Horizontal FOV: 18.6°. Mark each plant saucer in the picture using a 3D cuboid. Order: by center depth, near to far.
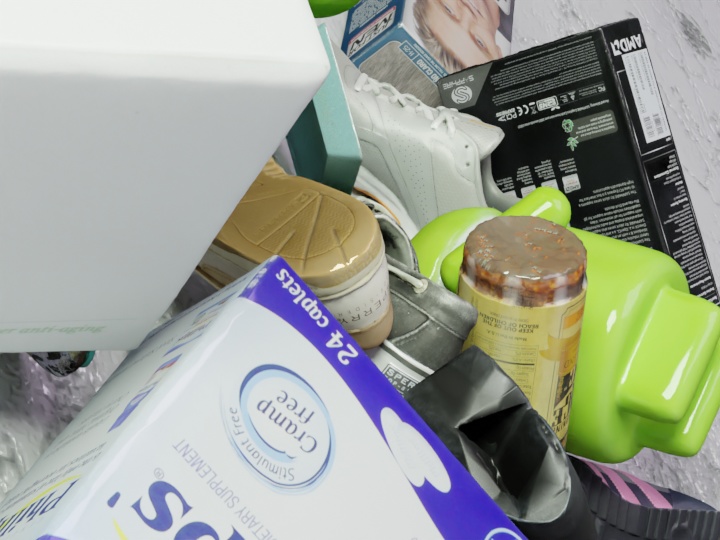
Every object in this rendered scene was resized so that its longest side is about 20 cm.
[{"bbox_3d":[-0.022,-0.068,1.141,0.200,0.019,0.070,117,-42,-79],"label":"plant saucer"}]

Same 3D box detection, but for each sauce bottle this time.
[{"bbox_3d":[0.073,0.071,1.102,0.066,0.201,0.066,3,33,-2],"label":"sauce bottle"}]

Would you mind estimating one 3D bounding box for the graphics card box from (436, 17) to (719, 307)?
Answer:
[{"bbox_3d":[0.130,-0.036,1.297,0.051,0.125,0.201,-22,96,-50],"label":"graphics card box"}]

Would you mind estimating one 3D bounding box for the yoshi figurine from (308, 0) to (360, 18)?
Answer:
[{"bbox_3d":[-0.060,-0.131,1.060,0.200,0.112,0.112,-52,123,-30],"label":"yoshi figurine"}]

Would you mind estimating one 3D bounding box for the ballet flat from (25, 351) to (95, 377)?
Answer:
[{"bbox_3d":[-0.168,-0.039,0.969,0.072,0.072,0.201,21,43,-47],"label":"ballet flat"}]

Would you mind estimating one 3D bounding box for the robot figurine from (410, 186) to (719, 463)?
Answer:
[{"bbox_3d":[0.098,0.033,1.185,0.116,0.199,0.176,-64,150,-17],"label":"robot figurine"}]

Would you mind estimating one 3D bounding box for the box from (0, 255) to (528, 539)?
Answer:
[{"bbox_3d":[-0.048,0.132,0.862,0.184,0.105,0.200,49,47,-12],"label":"box"}]

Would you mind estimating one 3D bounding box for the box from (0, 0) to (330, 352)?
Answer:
[{"bbox_3d":[-0.154,-0.086,0.826,0.198,0.200,0.172,0,57,-31],"label":"box"}]

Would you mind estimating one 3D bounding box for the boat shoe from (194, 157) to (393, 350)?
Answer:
[{"bbox_3d":[-0.053,-0.015,1.052,0.200,0.074,0.069,35,-27,50],"label":"boat shoe"}]

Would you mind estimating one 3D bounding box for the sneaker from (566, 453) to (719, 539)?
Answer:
[{"bbox_3d":[0.120,0.139,1.235,0.199,0.070,0.082,22,-3,-28],"label":"sneaker"}]

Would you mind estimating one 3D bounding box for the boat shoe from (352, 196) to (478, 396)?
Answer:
[{"bbox_3d":[0.000,0.000,1.098,0.071,0.064,0.200,29,8,-36],"label":"boat shoe"}]

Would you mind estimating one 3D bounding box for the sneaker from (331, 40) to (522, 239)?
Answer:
[{"bbox_3d":[0.031,-0.077,1.278,0.200,0.092,0.076,50,28,-11],"label":"sneaker"}]

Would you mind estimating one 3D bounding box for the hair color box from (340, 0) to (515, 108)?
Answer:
[{"bbox_3d":[0.047,-0.162,1.428,0.100,0.060,0.200,42,31,-23],"label":"hair color box"}]

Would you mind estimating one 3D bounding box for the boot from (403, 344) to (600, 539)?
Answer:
[{"bbox_3d":[0.103,0.136,0.992,0.165,0.066,0.200,37,-19,31],"label":"boot"}]
